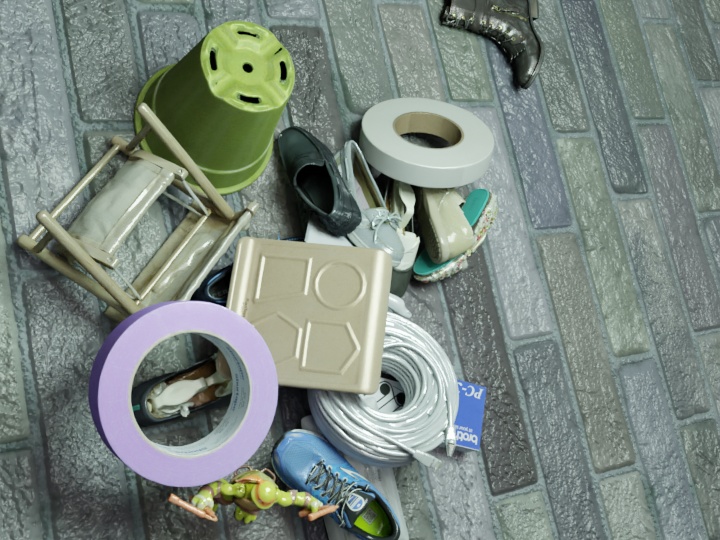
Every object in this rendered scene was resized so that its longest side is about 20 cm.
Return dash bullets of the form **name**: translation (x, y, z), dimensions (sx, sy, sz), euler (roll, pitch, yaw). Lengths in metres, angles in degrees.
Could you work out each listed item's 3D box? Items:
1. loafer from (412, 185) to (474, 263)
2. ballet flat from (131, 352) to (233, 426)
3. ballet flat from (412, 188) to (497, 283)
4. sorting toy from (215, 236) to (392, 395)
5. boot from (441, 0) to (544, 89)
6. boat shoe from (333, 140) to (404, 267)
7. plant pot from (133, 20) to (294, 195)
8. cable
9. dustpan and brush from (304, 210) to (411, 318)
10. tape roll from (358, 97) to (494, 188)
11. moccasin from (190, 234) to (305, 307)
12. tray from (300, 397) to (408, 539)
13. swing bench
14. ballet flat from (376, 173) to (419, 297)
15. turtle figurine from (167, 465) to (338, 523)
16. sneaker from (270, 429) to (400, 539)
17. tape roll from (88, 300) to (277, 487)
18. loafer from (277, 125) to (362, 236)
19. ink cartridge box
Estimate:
- **loafer**: translation (0.117, -0.098, 1.279), dimensions (0.068, 0.076, 0.201), euler (-3, 60, -16)
- **ballet flat**: translation (-0.191, 0.141, 1.072), dimensions (0.199, 0.073, 0.073), euler (-19, 84, -31)
- **ballet flat**: translation (0.154, -0.041, 1.309), dimensions (0.200, 0.075, 0.064), euler (-50, 133, -24)
- **sorting toy**: translation (-0.067, 0.055, 1.075), dimensions (0.199, 0.036, 0.186), euler (7, 71, 1)
- **boot**: translation (0.216, -0.408, 1.459), dimensions (0.173, 0.069, 0.201), euler (7, 68, -20)
- **boat shoe**: translation (0.008, -0.092, 1.208), dimensions (0.074, 0.065, 0.202), euler (9, 44, -44)
- **plant pot**: translation (-0.173, -0.224, 1.122), dimensions (0.199, 0.190, 0.201), euler (9, 71, -26)
- **cable**: translation (0.031, 0.152, 1.114), dimensions (0.199, 0.069, 0.201), euler (19, 54, -7)
- **dustpan and brush**: translation (0.000, 0.000, 1.196), dimensions (0.199, 0.057, 0.140), euler (30, 25, -13)
- **tape roll**: translation (0.098, -0.192, 1.276), dimensions (0.202, 0.037, 0.203), euler (5, 39, -4)
- **moccasin**: translation (-0.130, 0.010, 1.141), dimensions (0.200, 0.068, 0.081), euler (-35, 91, -34)
- **tray**: translation (-0.004, 0.276, 1.126), dimensions (0.107, 0.022, 0.201), euler (-14, 91, -19)
- **swing bench**: translation (-0.268, -0.054, 1.061), dimensions (0.200, 0.130, 0.199), euler (43, 60, -16)
- **ballet flat**: translation (0.051, -0.061, 1.258), dimensions (0.068, 0.068, 0.201), euler (6, 73, -27)
- **turtle figurine**: translation (-0.139, 0.261, 1.008), dimensions (0.199, 0.161, 0.065), euler (7, 71, -25)
- **sneaker**: translation (-0.023, 0.267, 1.061), dimensions (0.200, 0.089, 0.079), euler (40, 75, -12)
- **tape roll**: translation (-0.196, 0.134, 0.961), dimensions (0.199, 0.066, 0.201), euler (1, 87, -27)
- **loafer**: translation (-0.064, -0.132, 1.181), dimensions (0.070, 0.068, 0.201), euler (35, 19, -56)
- **ink cartridge box**: translation (0.078, 0.188, 1.210), dimensions (0.199, 0.044, 0.094), euler (18, 69, -22)
